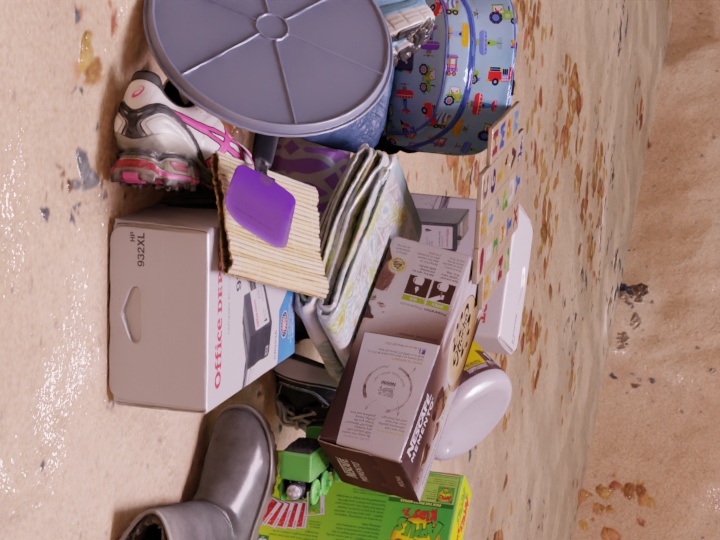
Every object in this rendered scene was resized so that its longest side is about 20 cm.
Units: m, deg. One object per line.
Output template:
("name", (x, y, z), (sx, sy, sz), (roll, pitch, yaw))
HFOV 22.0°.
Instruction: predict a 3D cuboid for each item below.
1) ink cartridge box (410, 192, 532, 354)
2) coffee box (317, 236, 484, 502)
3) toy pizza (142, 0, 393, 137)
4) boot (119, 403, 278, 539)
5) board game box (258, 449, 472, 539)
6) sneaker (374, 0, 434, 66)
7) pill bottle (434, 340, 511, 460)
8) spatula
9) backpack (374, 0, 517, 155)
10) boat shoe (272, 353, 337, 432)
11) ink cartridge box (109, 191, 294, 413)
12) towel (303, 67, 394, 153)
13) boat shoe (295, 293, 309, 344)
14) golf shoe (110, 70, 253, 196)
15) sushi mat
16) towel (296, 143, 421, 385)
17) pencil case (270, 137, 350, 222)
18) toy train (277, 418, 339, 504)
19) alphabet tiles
("ink cartridge box", (0.067, -0.001, 1.914), (0.084, 0.198, 0.147), (43, 54, -69))
("coffee box", (0.039, 0.089, 1.646), (0.113, 0.079, 0.201), (69, 39, -63))
("toy pizza", (-0.072, -0.179, 1.434), (0.032, 0.199, 0.201), (117, -6, -53))
("boot", (-0.140, 0.200, 1.537), (0.200, 0.072, 0.184), (14, 80, -67))
("board game box", (-0.003, 0.236, 1.754), (0.048, 0.198, 0.102), (66, 34, -59))
("sneaker", (-0.043, -0.193, 1.518), (0.078, 0.199, 0.091), (98, -32, -70))
("pill bottle", (0.047, 0.081, 1.791), (0.109, 0.200, 0.110), (-32, 149, -22))
("spatula", (-0.074, -0.080, 1.425), (0.021, 0.056, 0.200), (-52, -162, 22))
("backpack", (0.058, -0.198, 1.775), (0.134, 0.199, 0.184), (4, 97, -32))
("boat shoe", (-0.050, 0.123, 1.789), (0.199, 0.073, 0.069), (59, 50, -80))
("ink cartridge box", (-0.122, 0.017, 1.485), (0.200, 0.083, 0.147), (-32, 126, -69))
("towel", (-0.048, -0.172, 1.605), (0.199, 0.048, 0.113), (15, 82, -48))
("boat shoe", (-0.074, 0.036, 1.726), (0.073, 0.062, 0.200), (62, 1, 8))
("golf shoe", (-0.129, -0.104, 1.444), (0.200, 0.072, 0.093), (5, 89, -73))
("sushi mat", (-0.069, -0.034, 1.472), (0.200, 0.012, 0.097), (16, 64, -68))
("towel", (0.000, 0.000, 1.665), (0.200, 0.048, 0.172), (65, 43, -63))
("pencil case", (-0.041, -0.103, 1.717), (0.084, 0.085, 0.202), (-166, -96, -79))
("toy train", (-0.031, 0.162, 1.694), (0.200, 0.041, 0.057), (-33, 127, -71))
("alphabet tiles", (0.128, -0.062, 1.704), (0.200, 0.006, 0.168), (-45, 140, -68))
